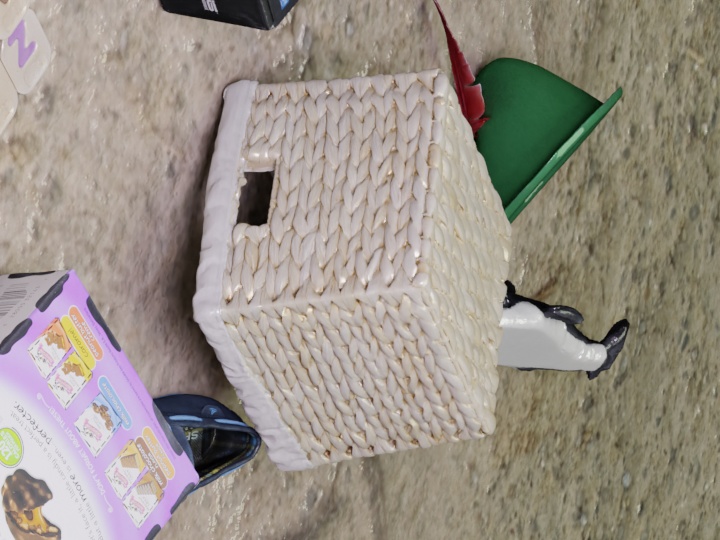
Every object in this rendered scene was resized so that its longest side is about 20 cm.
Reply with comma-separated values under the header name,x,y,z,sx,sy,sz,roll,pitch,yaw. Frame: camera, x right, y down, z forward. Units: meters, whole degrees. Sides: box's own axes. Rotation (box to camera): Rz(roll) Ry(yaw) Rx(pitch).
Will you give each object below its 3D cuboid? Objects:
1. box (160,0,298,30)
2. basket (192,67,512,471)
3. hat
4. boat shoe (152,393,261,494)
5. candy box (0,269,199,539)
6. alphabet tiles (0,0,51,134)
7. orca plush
name,x,y,z,sx,sy,sz,roll,pitch,yaw
box,-0.059,-0.279,1.775,0.200,0.086,0.164,-53,143,-37
basket,0.000,0.000,1.868,0.200,0.160,0.199,65,26,-50
hat,0.090,-0.140,2.176,0.166,0.176,0.200,-45,176,-47
boat shoe,-0.135,0.117,1.819,0.200,0.068,0.085,-29,126,-54
candy box,-0.206,0.126,1.646,0.200,0.071,0.168,-51,124,-39
alphabet tiles,-0.234,-0.146,1.589,0.201,0.015,0.196,-59,146,-29
orca plush,0.142,0.033,2.281,0.199,0.105,0.071,4,58,-38
